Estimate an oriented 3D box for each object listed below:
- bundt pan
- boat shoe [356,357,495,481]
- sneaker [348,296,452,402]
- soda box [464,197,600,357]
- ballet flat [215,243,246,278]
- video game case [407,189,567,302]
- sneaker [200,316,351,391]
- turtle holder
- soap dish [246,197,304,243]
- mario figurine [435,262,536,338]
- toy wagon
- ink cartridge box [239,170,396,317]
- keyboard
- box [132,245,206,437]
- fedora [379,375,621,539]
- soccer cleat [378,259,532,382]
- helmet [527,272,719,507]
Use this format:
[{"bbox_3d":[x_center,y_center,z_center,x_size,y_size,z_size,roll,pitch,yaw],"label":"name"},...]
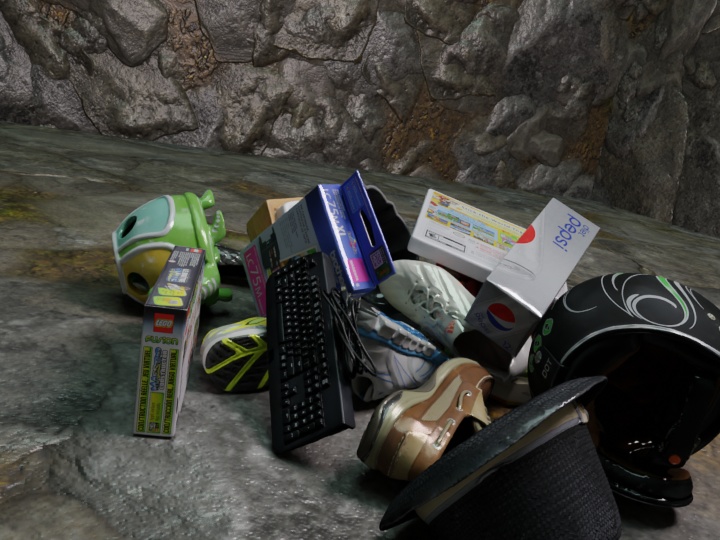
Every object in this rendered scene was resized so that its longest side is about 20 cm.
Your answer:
[{"bbox_3d":[0.000,0.000,0.857,0.075,0.206,0.201,-19,-3,31],"label":"bundt pan"},{"bbox_3d":[0.075,0.136,0.602,0.073,0.077,0.199,29,23,26],"label":"boat shoe"},{"bbox_3d":[0.033,0.097,0.716,0.199,0.088,0.075,30,3,-46],"label":"sneaker"},{"bbox_3d":[0.190,0.001,0.755,0.068,0.064,0.200,35,44,14],"label":"soda box"},{"bbox_3d":[-0.151,0.005,1.018,0.195,0.058,0.067,10,-29,-6],"label":"ballet flat"},{"bbox_3d":[0.163,-0.029,0.874,0.196,0.023,0.183,23,27,2],"label":"video game case"},{"bbox_3d":[-0.069,0.074,0.721,0.196,0.077,0.076,4,15,-29],"label":"sneaker"},{"bbox_3d":[-0.228,-0.005,0.849,0.129,0.142,0.188,-10,60,-18],"label":"turtle holder"},{"bbox_3d":[-0.061,-0.015,0.922,0.080,0.161,0.199,-15,0,29],"label":"soap dish"},{"bbox_3d":[0.160,0.047,0.881,0.124,0.106,0.200,46,-1,-40],"label":"mario figurine"},{"bbox_3d":[0.180,0.107,0.844,0.152,0.040,0.200,8,13,-9],"label":"toy wagon"},{"bbox_3d":[-0.054,-0.009,0.755,0.041,0.122,0.199,-5,-20,-46],"label":"ink cartridge box"},{"bbox_3d":[-0.045,0.053,0.619,0.102,0.040,0.203,-24,46,13],"label":"keyboard"},{"bbox_3d":[-0.173,0.055,0.646,0.034,0.113,0.200,7,14,-10],"label":"box"},{"bbox_3d":[0.107,0.153,0.453,0.198,0.201,0.092,-6,56,-47],"label":"fedora"},{"bbox_3d":[0.097,0.050,0.760,0.198,0.070,0.077,30,30,19],"label":"soccer cleat"},{"bbox_3d":[0.253,0.096,0.635,0.196,0.205,0.190,14,15,16],"label":"helmet"}]
